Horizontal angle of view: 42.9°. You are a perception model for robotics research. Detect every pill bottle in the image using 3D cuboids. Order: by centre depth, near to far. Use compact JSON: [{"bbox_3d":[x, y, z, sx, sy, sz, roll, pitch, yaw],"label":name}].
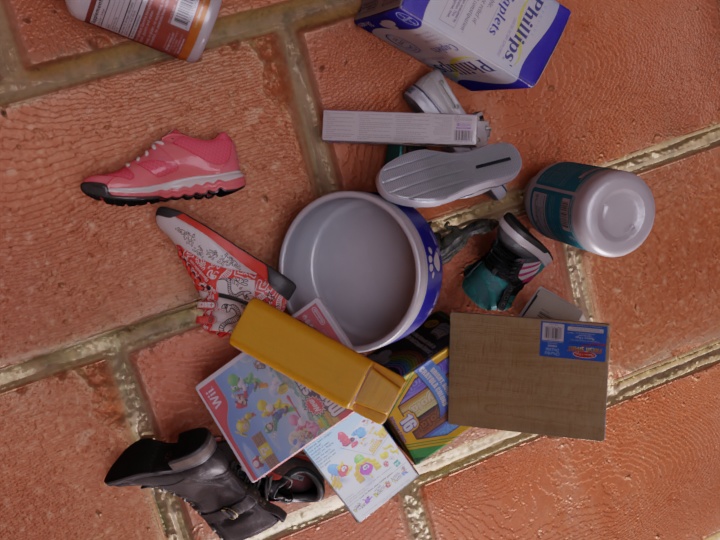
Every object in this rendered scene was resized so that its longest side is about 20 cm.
[{"bbox_3d":[-0.265,-0.326,1.051,0.199,0.112,0.113,19,95,-20],"label":"pill bottle"},{"bbox_3d":[0.294,-0.088,1.229,0.110,0.200,0.111,-4,103,-17],"label":"pill bottle"}]

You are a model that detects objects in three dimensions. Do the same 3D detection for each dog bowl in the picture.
[{"bbox_3d":[0.000,0.000,1.158,0.199,0.079,0.201,2,95,27],"label":"dog bowl"}]

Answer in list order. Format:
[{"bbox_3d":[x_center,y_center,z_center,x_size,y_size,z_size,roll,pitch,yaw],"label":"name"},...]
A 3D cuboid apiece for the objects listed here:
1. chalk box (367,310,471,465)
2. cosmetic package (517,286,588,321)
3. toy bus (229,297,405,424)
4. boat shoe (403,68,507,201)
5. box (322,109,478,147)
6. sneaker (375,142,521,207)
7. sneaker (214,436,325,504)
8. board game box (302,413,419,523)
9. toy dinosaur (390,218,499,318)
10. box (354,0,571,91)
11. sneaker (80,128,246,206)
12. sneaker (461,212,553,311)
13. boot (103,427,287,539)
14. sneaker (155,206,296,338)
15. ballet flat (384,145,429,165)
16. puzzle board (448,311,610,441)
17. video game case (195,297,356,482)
[{"bbox_3d":[0.111,0.145,1.258,0.200,0.125,0.124,-31,108,-8],"label":"chalk box"},{"bbox_3d":[0.266,0.105,1.267,0.105,0.071,0.200,-54,153,-4],"label":"cosmetic package"},{"bbox_3d":[-0.048,0.106,1.070,0.200,0.078,0.065,28,85,9],"label":"toy bus"},{"bbox_3d":[0.144,-0.184,1.235,0.070,0.071,0.200,-42,103,-3],"label":"boat shoe"},{"bbox_3d":[0.051,-0.182,1.177,0.199,0.039,0.042,2,92,6],"label":"box"},{"bbox_3d":[0.107,-0.111,1.150,0.199,0.071,0.073,-9,75,-22],"label":"sneaker"},{"bbox_3d":[-0.136,0.273,1.227,0.199,0.082,0.077,8,98,-18],"label":"sneaker"},{"bbox_3d":[-0.029,0.214,1.222,0.105,0.103,0.200,-36,100,-6],"label":"board game box"},{"bbox_3d":[0.093,-0.022,1.236,0.200,0.088,0.048,-41,120,-10],"label":"toy dinosaur"},{"bbox_3d":[0.120,-0.314,1.137,0.199,0.184,0.105,24,92,-20],"label":"box"},{"bbox_3d":[-0.245,-0.128,1.130,0.199,0.074,0.087,-8,89,-20],"label":"sneaker"},{"bbox_3d":[0.189,-0.006,1.238,0.121,0.200,0.084,-45,69,6],"label":"sneaker"},{"bbox_3d":[-0.215,0.292,1.178,0.199,0.069,0.174,-17,120,29],"label":"boot"},{"bbox_3d":[-0.190,0.011,1.134,0.201,0.067,0.108,32,83,1],"label":"sneaker"},{"bbox_3d":[0.054,-0.079,1.228,0.068,0.068,0.201,13,97,-28],"label":"ballet flat"},{"bbox_3d":[0.211,0.132,1.161,0.199,0.017,0.151,3,101,17],"label":"puzzle board"},{"bbox_3d":[-0.091,0.148,1.136,0.200,0.017,0.143,-36,78,10],"label":"video game case"}]
